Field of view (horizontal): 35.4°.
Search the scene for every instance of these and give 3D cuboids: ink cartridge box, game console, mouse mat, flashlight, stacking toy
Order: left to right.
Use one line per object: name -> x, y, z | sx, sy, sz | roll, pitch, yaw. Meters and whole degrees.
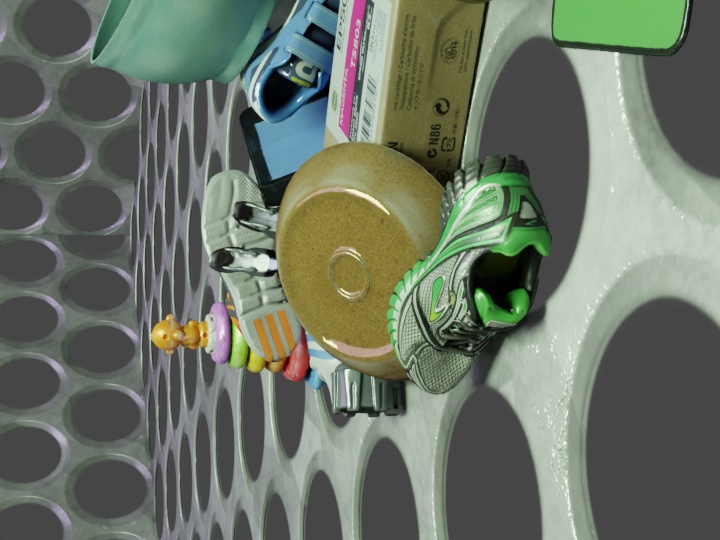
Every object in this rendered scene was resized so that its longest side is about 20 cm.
stacking toy -> -0.137, 0.073, 1.276 | 0.110, 0.198, 0.117 | -147, 58, -70
game console -> -0.046, -0.176, 1.133 | 0.201, 0.171, 0.119 | -111, 0, -51
flashlight -> -0.004, 0.033, 1.049 | 0.067, 0.068, 0.202 | -12, 71, 38
ink cartridge box -> 0.031, -0.163, 0.936 | 0.165, 0.075, 0.201 | -122, 35, -59
mouse mat -> 0.153, -0.227, 0.643 | 0.161, 0.007, 0.202 | -141, 54, -69

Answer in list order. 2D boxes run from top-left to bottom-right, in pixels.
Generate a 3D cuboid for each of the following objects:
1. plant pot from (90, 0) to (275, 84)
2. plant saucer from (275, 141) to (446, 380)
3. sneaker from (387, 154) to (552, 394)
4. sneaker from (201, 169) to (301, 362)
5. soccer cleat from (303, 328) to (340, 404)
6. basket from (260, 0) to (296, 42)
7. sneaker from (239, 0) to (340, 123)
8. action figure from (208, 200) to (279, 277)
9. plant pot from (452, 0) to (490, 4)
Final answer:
plant pot -> -0.165, -0.268, 1.121 | 0.200, 0.134, 0.201 | -48, 29, 37
plant saucer -> 0.000, 0.000, 0.898 | 0.199, 0.035, 0.202 | 15, 116, 32
sneaker -> 0.073, 0.021, 0.785 | 0.086, 0.077, 0.201 | -107, 24, -42
sneaker -> -0.123, 0.000, 1.174 | 0.112, 0.077, 0.202 | 163, 94, -76
soccer cleat -> -0.038, 0.062, 1.170 | 0.200, 0.069, 0.087 | -115, 29, -55
basket -> -0.137, -0.325, 1.274 | 0.139, 0.198, 0.177 | 117, 148, -57
sneaker -> -0.043, -0.222, 1.085 | 0.200, 0.074, 0.083 | -50, 29, 30
action figure -> -0.029, -0.011, 1.001 | 0.069, 0.199, 0.131 | 32, -109, -63
plant pot -> 0.041, -0.273, 0.766 | 0.200, 0.185, 0.187 | 57, 146, 39
